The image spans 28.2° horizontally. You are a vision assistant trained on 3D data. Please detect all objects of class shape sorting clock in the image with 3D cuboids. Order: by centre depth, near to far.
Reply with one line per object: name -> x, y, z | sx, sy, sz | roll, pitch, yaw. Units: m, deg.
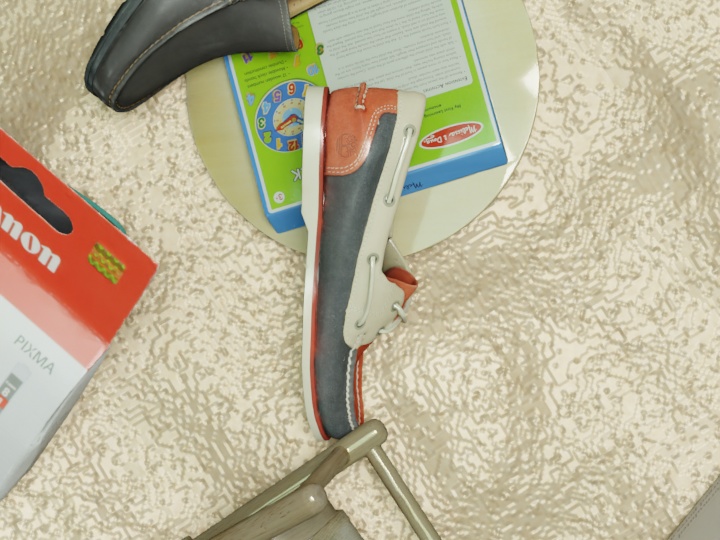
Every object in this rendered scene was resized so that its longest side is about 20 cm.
shape sorting clock -> 0.000, -0.105, 0.797 | 0.198, 0.039, 0.202 | -1, 87, 10

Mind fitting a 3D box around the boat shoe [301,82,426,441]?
boat shoe -> 0.000, 0.000, 0.759 | 0.062, 0.071, 0.201 | 2, 109, 0

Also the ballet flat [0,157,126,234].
ballet flat -> -0.220, -0.050, 0.780 | 0.200, 0.073, 0.073 | 37, 89, -1

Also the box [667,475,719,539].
box -> 0.223, 0.186, 0.707 | 0.131, 0.200, 0.199 | 40, 90, 0

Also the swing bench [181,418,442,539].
swing bench -> -0.030, 0.222, 0.742 | 0.199, 0.130, 0.200 | -34, 89, 19

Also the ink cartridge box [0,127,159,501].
ink cartridge box -> -0.210, 0.017, 0.739 | 0.162, 0.050, 0.200 | 41, 132, 2

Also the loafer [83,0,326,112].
loafer -> -0.057, -0.144, 0.754 | 0.200, 0.073, 0.072 | -39, 81, 6
